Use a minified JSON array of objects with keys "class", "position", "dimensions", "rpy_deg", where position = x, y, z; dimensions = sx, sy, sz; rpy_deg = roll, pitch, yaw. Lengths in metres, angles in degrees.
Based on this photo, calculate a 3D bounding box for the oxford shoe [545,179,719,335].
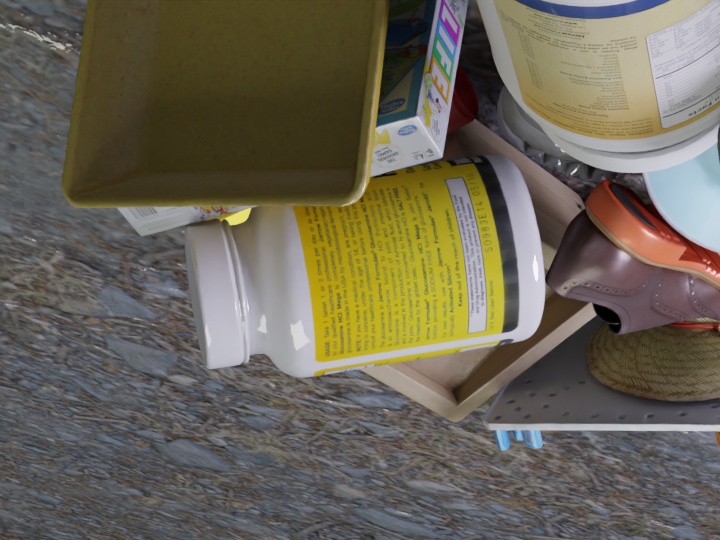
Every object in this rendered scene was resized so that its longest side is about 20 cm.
[{"class":"oxford shoe","position":[0.175,0.003,1.109],"dimensions":[0.199,0.073,0.071],"rpy_deg":[23,-156,-51]}]

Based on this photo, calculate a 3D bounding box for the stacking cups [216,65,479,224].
[{"class":"stacking cups","position":[-0.018,-0.080,1.180],"dimensions":[0.199,0.061,0.060],"rpy_deg":[-28,141,23]}]

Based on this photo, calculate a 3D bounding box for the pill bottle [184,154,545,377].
[{"class":"pill bottle","position":[0.000,0.000,1.067],"dimensions":[0.198,0.114,0.113],"rpy_deg":[-9,161,-9]}]

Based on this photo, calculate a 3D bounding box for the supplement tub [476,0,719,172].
[{"class":"supplement tub","position":[0.124,-0.146,0.865],"dimensions":[0.143,0.146,0.200],"rpy_deg":[8,159,17]}]

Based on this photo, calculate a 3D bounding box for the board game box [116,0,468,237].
[{"class":"board game box","position":[-0.039,-0.100,1.042],"dimensions":[0.198,0.135,0.034],"rpy_deg":[-13,135,27]}]

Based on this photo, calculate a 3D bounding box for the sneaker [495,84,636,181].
[{"class":"sneaker","position":[0.180,-0.095,1.077],"dimensions":[0.198,0.076,0.081],"rpy_deg":[8,150,0]}]

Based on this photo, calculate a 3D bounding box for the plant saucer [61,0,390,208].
[{"class":"plant saucer","position":[-0.060,-0.128,0.977],"dimensions":[0.198,0.202,0.048],"rpy_deg":[1,169,33]}]

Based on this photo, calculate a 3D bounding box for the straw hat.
[{"class":"straw hat","position":[0.243,0.004,1.237],"dimensions":[0.199,0.201,0.086],"rpy_deg":[1,118,33]}]

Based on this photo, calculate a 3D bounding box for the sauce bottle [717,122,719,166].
[{"class":"sauce bottle","position":[0.273,-0.067,0.881],"dimensions":[0.198,0.065,0.065],"rpy_deg":[-7,166,-19]}]

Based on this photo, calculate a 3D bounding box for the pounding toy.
[{"class":"pounding toy","position":[0.032,-0.011,1.249],"dimensions":[0.200,0.143,0.183],"rpy_deg":[-39,131,24]}]

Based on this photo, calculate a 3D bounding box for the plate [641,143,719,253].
[{"class":"plate","position":[0.253,-0.083,1.020],"dimensions":[0.198,0.026,0.201],"rpy_deg":[-3,135,-3]}]

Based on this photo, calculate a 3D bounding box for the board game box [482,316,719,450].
[{"class":"board game box","position":[0.210,0.065,1.264],"dimensions":[0.198,0.200,0.026],"rpy_deg":[-3,116,29]}]
